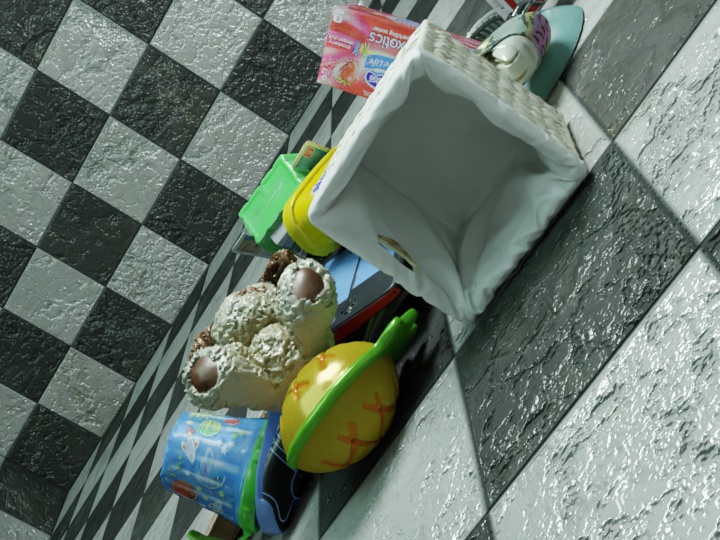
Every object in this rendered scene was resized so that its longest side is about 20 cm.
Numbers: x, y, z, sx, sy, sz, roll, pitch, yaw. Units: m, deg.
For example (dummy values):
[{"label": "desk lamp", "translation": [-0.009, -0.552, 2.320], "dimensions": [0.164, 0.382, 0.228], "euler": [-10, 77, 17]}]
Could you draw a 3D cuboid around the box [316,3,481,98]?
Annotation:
[{"label": "box", "translation": [0.056, -0.260, 1.340], "dimensions": [0.095, 0.197, 0.101], "euler": [-41, -32, -69]}]

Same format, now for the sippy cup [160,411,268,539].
[{"label": "sippy cup", "translation": [-0.168, 0.234, 1.293], "dimensions": [0.141, 0.128, 0.180], "euler": [94, -167, -56]}]

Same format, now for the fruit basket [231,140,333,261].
[{"label": "fruit basket", "translation": [-0.055, -0.074, 1.440], "dimensions": [0.186, 0.198, 0.094], "euler": [-51, 49, 19]}]

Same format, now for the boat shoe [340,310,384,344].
[{"label": "boat shoe", "translation": [-0.020, 0.079, 1.319], "dimensions": [0.074, 0.062, 0.202], "euler": [-29, 34, 63]}]

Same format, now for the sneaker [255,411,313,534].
[{"label": "sneaker", "translation": [-0.068, 0.203, 1.220], "dimensions": [0.070, 0.076, 0.204], "euler": [24, -108, -69]}]

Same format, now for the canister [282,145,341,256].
[{"label": "canister", "translation": [0.008, -0.109, 1.260], "dimensions": [0.149, 0.087, 0.199], "euler": [-53, 15, -31]}]

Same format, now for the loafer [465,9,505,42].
[{"label": "loafer", "translation": [0.140, -0.259, 1.413], "dimensions": [0.202, 0.074, 0.070], "euler": [-56, 18, 16]}]

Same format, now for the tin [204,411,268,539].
[{"label": "tin", "translation": [-0.155, 0.284, 1.402], "dimensions": [0.112, 0.041, 0.202], "euler": [115, 180, -67]}]

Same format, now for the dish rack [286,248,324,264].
[{"label": "dish rack", "translation": [-0.062, 0.018, 1.421], "dimensions": [0.152, 0.054, 0.203], "euler": [-1, -64, -58]}]

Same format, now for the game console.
[{"label": "game console", "translation": [0.000, 0.000, 1.257], "dimensions": [0.176, 0.031, 0.202], "euler": [-40, 22, 36]}]

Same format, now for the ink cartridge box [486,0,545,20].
[{"label": "ink cartridge box", "translation": [0.197, -0.434, 1.284], "dimensions": [0.200, 0.175, 0.084], "euler": [-48, 13, 4]}]

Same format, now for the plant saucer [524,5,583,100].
[{"label": "plant saucer", "translation": [0.189, -0.236, 1.268], "dimensions": [0.201, 0.036, 0.201], "euler": [-55, 14, 21]}]

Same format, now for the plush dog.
[{"label": "plush dog", "translation": [-0.103, 0.076, 1.183], "dimensions": [0.200, 0.161, 0.172], "euler": [-42, 39, -2]}]

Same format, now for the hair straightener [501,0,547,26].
[{"label": "hair straightener", "translation": [0.162, -0.237, 1.230], "dimensions": [0.202, 0.041, 0.077], "euler": [-56, 13, 0]}]

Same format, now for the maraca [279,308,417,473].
[{"label": "maraca", "translation": [-0.007, 0.122, 1.085], "dimensions": [0.200, 0.107, 0.137], "euler": [-48, -12, -14]}]

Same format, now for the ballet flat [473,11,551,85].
[{"label": "ballet flat", "translation": [0.135, -0.206, 1.152], "dimensions": [0.199, 0.070, 0.071], "euler": [-36, 16, -2]}]

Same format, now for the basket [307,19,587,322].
[{"label": "basket", "translation": [0.082, -0.099, 1.035], "dimensions": [0.201, 0.196, 0.161], "euler": [-54, 10, 24]}]
